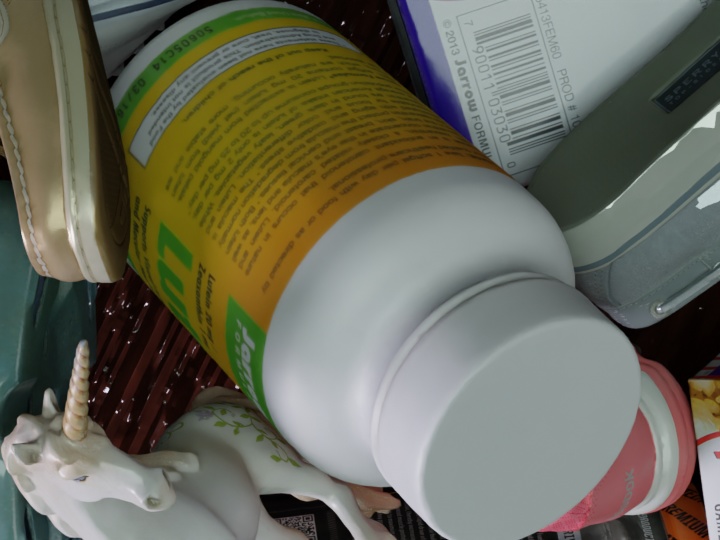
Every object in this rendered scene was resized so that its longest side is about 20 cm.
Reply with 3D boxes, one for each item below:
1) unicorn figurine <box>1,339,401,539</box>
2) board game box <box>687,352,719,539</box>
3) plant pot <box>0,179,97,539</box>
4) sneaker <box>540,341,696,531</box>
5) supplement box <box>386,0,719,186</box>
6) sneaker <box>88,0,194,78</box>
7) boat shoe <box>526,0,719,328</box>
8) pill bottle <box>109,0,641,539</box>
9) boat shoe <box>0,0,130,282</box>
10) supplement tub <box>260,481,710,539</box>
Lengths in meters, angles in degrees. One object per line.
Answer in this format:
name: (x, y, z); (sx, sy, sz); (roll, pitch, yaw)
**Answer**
unicorn figurine: (-0.048, 0.084, 0.721); (0.137, 0.200, 0.074); (43, 95, -2)
board game box: (0.183, 0.111, 0.851); (0.046, 0.151, 0.201); (-1, 107, 31)
plant pot: (-0.197, 0.041, 0.763); (0.195, 0.200, 0.201); (2, 103, 3)
sneaker: (0.024, 0.029, 0.809); (0.200, 0.087, 0.074); (31, 121, 28)
supplement box: (0.111, -0.110, 0.817); (0.199, 0.103, 0.102); (-18, 104, 1)
sneaker: (-0.103, -0.101, 0.825); (0.199, 0.073, 0.071); (-22, 144, -10)
boat shoe: (0.149, -0.057, 0.754); (0.201, 0.070, 0.072); (-38, 122, 5)
pill bottle: (0.000, 0.000, 0.733); (0.111, 0.200, 0.111); (-19, 130, -25)
boat shoe: (-0.122, -0.075, 0.731); (0.069, 0.200, 0.074); (-14, 145, -4)
supplement tub: (0.034, 0.138, 0.858); (0.199, 0.123, 0.123); (-7, 104, -2)
